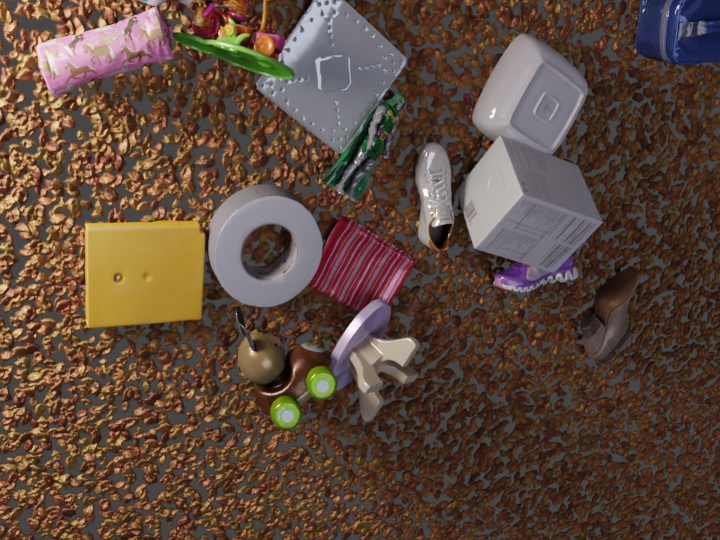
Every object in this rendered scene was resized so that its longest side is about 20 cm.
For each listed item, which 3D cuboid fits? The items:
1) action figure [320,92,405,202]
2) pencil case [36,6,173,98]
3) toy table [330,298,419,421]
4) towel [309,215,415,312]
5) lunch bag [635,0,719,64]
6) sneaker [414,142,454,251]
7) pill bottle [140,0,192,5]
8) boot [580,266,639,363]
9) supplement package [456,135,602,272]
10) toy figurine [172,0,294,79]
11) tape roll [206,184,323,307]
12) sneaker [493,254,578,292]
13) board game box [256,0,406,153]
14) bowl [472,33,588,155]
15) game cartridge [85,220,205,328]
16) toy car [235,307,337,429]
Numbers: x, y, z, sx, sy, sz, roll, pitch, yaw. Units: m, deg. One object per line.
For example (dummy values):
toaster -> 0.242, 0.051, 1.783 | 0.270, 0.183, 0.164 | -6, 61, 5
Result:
action figure -> 0.019, -0.220, 1.513 | 0.117, 0.054, 0.203 | 19, 103, -58
pencil case -> -0.369, -0.319, 1.270 | 0.196, 0.088, 0.084 | -19, 138, -4
toy table -> 0.025, 0.172, 1.628 | 0.182, 0.117, 0.203 | -16, 139, -49
towel -> 0.000, 0.000, 1.629 | 0.198, 0.022, 0.146 | 28, 99, -31
lunch bag -> 0.642, -0.466, 1.650 | 0.195, 0.132, 0.139 | -10, 116, -19
sneaker -> 0.147, -0.132, 1.602 | 0.071, 0.085, 0.205 | -12, 115, -16
pill bottle -> -0.325, -0.450, 1.232 | 0.196, 0.111, 0.113 | 17, 105, -29
boot -> 0.563, 0.106, 1.910 | 0.200, 0.070, 0.146 | -46, 128, 2
supplement package -> 0.311, -0.119, 1.613 | 0.196, 0.154, 0.151 | 14, 134, -29
toy figurine -> -0.171, -0.416, 1.328 | 0.195, 0.150, 0.189 | 16, 91, 2
tape roll -> -0.166, -0.042, 1.510 | 0.196, 0.066, 0.205 | -10, 116, -20
sneaker -> 0.352, -0.014, 1.755 | 0.196, 0.080, 0.091 | -14, 111, -24
board game box -> -0.049, -0.334, 1.458 | 0.198, 0.026, 0.202 | 34, 96, -31
bowl -> 0.328, -0.311, 1.612 | 0.197, 0.075, 0.203 | 25, 99, -31
game cartridge -> -0.362, 0.005, 1.465 | 0.195, 0.032, 0.181 | -3, 113, -26
toy car -> -0.156, 0.151, 1.555 | 0.157, 0.164, 0.201 | -38, 110, -4
